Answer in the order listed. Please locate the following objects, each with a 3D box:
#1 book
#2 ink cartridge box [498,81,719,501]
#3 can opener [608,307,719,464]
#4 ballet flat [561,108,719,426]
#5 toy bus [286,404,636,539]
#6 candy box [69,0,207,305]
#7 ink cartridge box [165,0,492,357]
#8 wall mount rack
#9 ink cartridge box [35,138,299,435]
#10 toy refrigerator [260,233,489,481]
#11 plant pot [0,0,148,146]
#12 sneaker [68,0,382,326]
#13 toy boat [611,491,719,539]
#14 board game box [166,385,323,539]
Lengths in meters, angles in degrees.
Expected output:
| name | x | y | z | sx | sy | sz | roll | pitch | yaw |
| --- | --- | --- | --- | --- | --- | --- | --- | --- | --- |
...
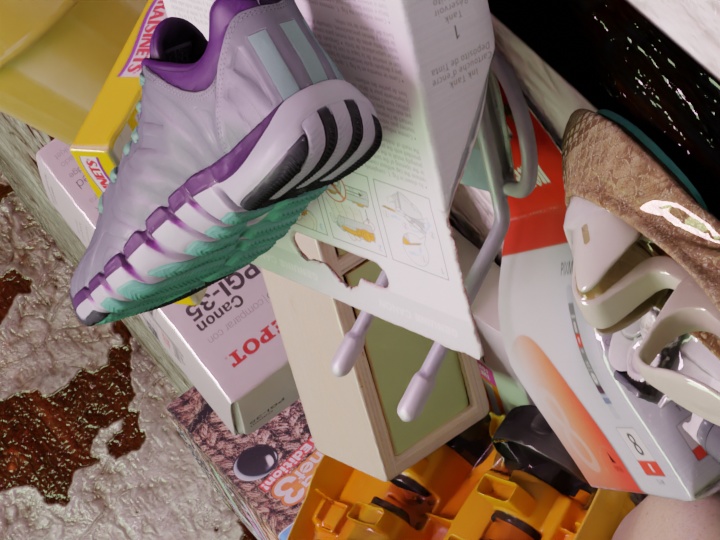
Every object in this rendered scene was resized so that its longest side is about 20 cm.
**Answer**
| name | x | y | z | sx | sy | sz | roll | pitch | yaw |
| --- | --- | --- | --- | --- | --- | --- | --- | --- | --- |
| book | 0.062 | 0.038 | 1.400 | 0.134 | 0.048 | 0.200 | 41 | 165 | 30 |
| ink cartridge box | 0.087 | 0.011 | 1.138 | 0.200 | 0.050 | 0.162 | 52 | 170 | -4 |
| can opener | 0.163 | 0.057 | 0.969 | 0.066 | 0.053 | 0.200 | 18 | -164 | -36 |
| ballet flat | 0.116 | 0.006 | 0.923 | 0.200 | 0.065 | 0.071 | 44 | 167 | 47 |
| toy bus | 0.088 | 0.164 | 1.381 | 0.200 | 0.136 | 0.192 | 16 | 162 | 48 |
| candy box | -0.062 | -0.094 | 1.114 | 0.026 | 0.200 | 0.102 | 5 | 142 | 26 |
| ink cartridge box | -0.008 | -0.079 | 1.001 | 0.162 | 0.050 | 0.200 | 22 | 137 | 46 |
| wall mount rack | 0.019 | -0.035 | 1.101 | 0.200 | 0.074 | 0.174 | -152 | 50 | -74 |
| ink cartridge box | -0.078 | -0.025 | 1.521 | 0.200 | 0.146 | 0.083 | 50 | 169 | 14 |
| toy refrigerator | 0.000 | 0.000 | 1.281 | 0.070 | 0.076 | 0.201 | 19 | 133 | 50 |
| plant pot | -0.148 | -0.154 | 1.318 | 0.189 | 0.201 | 0.201 | 40 | 179 | -31 |
| sneaker | -0.065 | -0.048 | 0.995 | 0.200 | 0.074 | 0.088 | -36 | 77 | 49 |
| toy boat | 0.174 | 0.176 | 1.184 | 0.130 | 0.131 | 0.200 | 22 | 168 | 3 |
| board game box | -0.008 | 0.121 | 1.675 | 0.200 | 0.159 | 0.097 | 40 | 164 | 52 |
